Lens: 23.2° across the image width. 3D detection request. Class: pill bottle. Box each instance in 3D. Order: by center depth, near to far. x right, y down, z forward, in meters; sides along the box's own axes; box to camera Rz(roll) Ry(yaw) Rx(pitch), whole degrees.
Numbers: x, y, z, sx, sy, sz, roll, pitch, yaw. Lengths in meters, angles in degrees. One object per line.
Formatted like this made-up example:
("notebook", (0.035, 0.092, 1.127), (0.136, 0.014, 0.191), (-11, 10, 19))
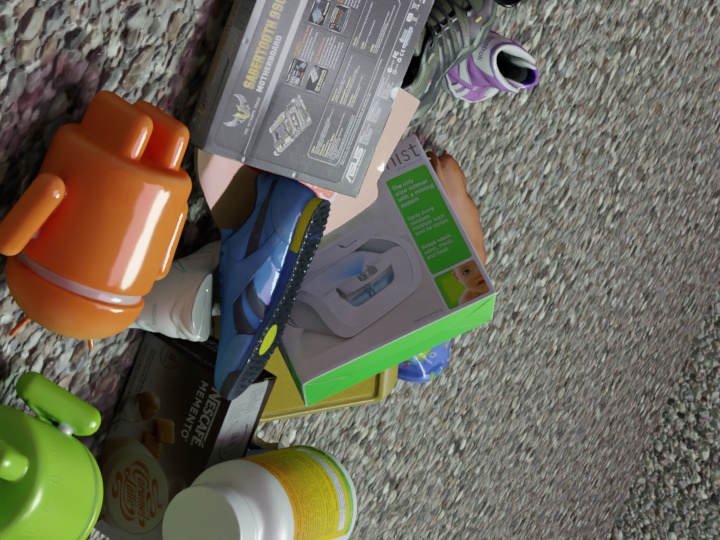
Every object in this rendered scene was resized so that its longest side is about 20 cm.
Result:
("pill bottle", (-0.093, 0.224, 1.592), (0.200, 0.111, 0.112), (-2, 119, -64))

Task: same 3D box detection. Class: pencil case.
("pencil case", (0.088, 0.040, 2.103), (0.078, 0.086, 0.201), (-68, 177, -64))

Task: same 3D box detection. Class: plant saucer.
("plant saucer", (-0.046, 0.081, 1.760), (0.198, 0.049, 0.201), (-9, 137, -12))

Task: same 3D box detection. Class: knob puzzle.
("knob puzzle", (-0.066, -0.109, 1.557), (0.218, 0.030, 0.222), (-9, 114, -22))

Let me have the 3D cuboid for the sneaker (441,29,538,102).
("sneaker", (0.144, -0.211, 1.891), (0.073, 0.114, 0.200), (-63, 159, 0))

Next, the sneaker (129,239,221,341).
("sneaker", (-0.159, 0.013, 1.567), (0.200, 0.079, 0.071), (-50, 141, -77))

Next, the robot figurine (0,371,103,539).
("robot figurine", (-0.281, 0.175, 1.420), (0.176, 0.115, 0.200), (-58, 158, -5))

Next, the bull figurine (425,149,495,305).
("bull figurine", (0.102, -0.039, 1.954), (0.121, 0.065, 0.202), (-112, -169, -78))

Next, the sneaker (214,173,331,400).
("sneaker", (-0.096, 0.012, 1.538), (0.202, 0.078, 0.066), (-68, 168, 7))

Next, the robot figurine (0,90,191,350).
("robot figurine", (-0.204, -0.034, 1.347), (0.144, 0.116, 0.201), (-57, 170, -79))

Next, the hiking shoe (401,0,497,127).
("hiking shoe", (0.073, -0.239, 1.753), (0.201, 0.075, 0.101), (-61, 161, 0))

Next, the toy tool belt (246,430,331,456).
("toy tool belt", (-0.119, 0.216, 1.764), (0.198, 0.126, 0.123), (-15, 139, 3))

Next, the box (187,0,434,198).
("box", (-0.041, -0.178, 1.495), (0.157, 0.048, 0.202), (15, 103, -27))

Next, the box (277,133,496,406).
("box", (0.000, 0.000, 1.635), (0.199, 0.178, 0.097), (-24, 164, -7))

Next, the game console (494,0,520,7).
("game console", (0.150, -0.392, 1.687), (0.200, 0.116, 0.176), (-51, 156, -25))

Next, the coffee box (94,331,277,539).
("coffee box", (-0.172, 0.166, 1.648), (0.080, 0.114, 0.201), (-8, 124, -62))
